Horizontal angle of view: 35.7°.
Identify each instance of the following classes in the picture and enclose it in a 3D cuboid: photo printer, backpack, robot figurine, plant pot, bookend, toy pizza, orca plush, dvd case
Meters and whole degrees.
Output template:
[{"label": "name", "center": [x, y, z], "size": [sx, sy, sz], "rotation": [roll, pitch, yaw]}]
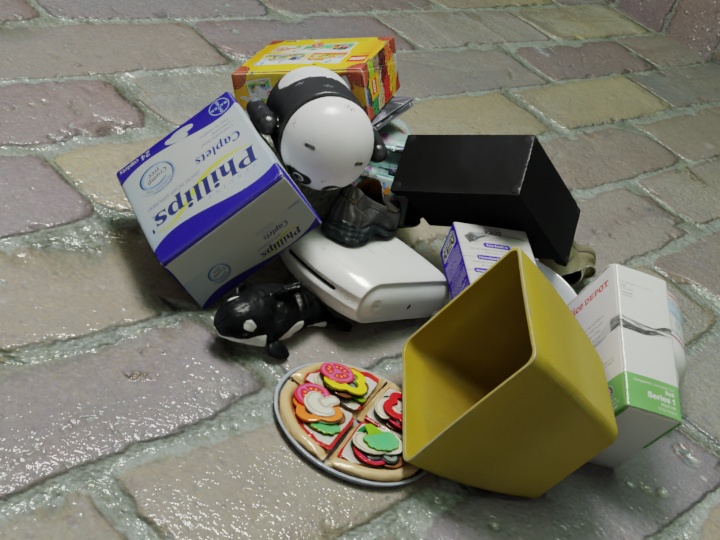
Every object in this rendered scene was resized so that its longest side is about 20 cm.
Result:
[{"label": "photo printer", "center": [0.000, 0.000, 1.461], "size": [0.166, 0.070, 0.199], "rotation": [38, 24, 32]}, {"label": "backpack", "center": [-0.008, -0.152, 1.647], "size": [0.197, 0.155, 0.176], "rotation": [1, 26, -10]}, {"label": "robot figurine", "center": [-0.055, -0.181, 1.419], "size": [0.149, 0.126, 0.201], "rotation": [-24, 33, -3]}, {"label": "plant pot", "center": [0.176, 0.136, 1.268], "size": [0.176, 0.200, 0.201], "rotation": [35, 30, -22]}, {"label": "bookend", "center": [0.179, -0.098, 1.565], "size": [0.197, 0.093, 0.200], "rotation": [4, -25, 34]}, {"label": "toy pizza", "center": [-0.002, 0.164, 1.267], "size": [0.198, 0.032, 0.201], "rotation": [18, 30, -10]}, {"label": "orca plush", "center": [-0.082, 0.048, 1.338], "size": [0.198, 0.071, 0.106], "rotation": [15, 45, -40]}, {"label": "dvd case", "center": [-0.044, -0.224, 1.598], "size": [0.198, 0.016, 0.148], "rotation": [11, 34, 34]}]

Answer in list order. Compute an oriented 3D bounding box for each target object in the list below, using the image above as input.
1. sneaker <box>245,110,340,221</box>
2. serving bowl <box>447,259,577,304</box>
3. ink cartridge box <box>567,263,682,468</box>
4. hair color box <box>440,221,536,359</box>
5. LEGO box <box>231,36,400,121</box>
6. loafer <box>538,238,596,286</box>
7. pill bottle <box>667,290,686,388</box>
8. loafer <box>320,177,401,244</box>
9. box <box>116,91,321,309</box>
[{"label": "sneaker", "center": [-0.092, -0.135, 1.545], "size": [0.069, 0.100, 0.200], "rotation": [-40, 70, -12]}, {"label": "serving bowl", "center": [0.204, 0.062, 1.522], "size": [0.197, 0.066, 0.202], "rotation": [13, 42, -12]}, {"label": "ink cartridge box", "center": [0.313, 0.117, 1.376], "size": [0.083, 0.146, 0.202], "rotation": [17, 54, -16]}, {"label": "hair color box", "center": [0.177, 0.032, 1.443], "size": [0.108, 0.065, 0.202], "rotation": [7, 45, -17]}, {"label": "LEGO box", "center": [-0.060, -0.270, 1.588], "size": [0.197, 0.078, 0.149], "rotation": [3, 29, 21]}, {"label": "loafer", "center": [0.307, -0.006, 1.689], "size": [0.075, 0.069, 0.199], "rotation": [-6, -12, 27]}, {"label": "pill bottle", "center": [0.394, 0.109, 1.547], "size": [0.108, 0.110, 0.201], "rotation": [23, 30, 1]}, {"label": "loafer", "center": [0.015, -0.086, 1.485], "size": [0.072, 0.073, 0.200], "rotation": [24, 17, 13]}, {"label": "box", "center": [-0.178, -0.090, 1.384], "size": [0.201, 0.183, 0.105], "rotation": [54, 0, 42]}]
